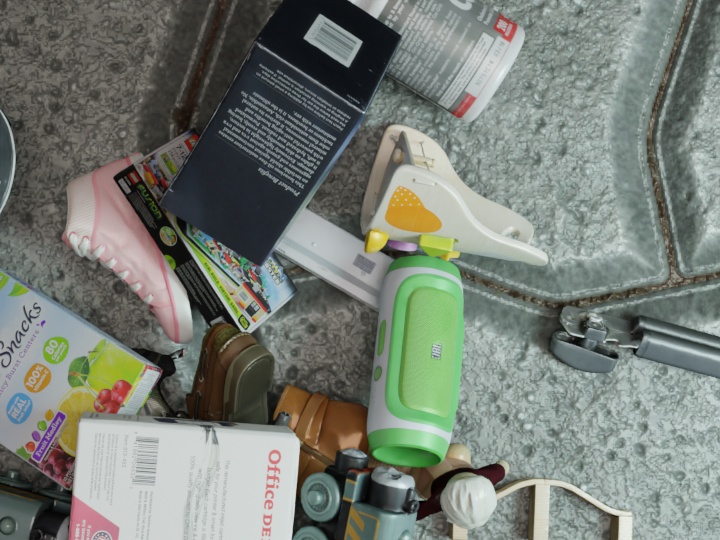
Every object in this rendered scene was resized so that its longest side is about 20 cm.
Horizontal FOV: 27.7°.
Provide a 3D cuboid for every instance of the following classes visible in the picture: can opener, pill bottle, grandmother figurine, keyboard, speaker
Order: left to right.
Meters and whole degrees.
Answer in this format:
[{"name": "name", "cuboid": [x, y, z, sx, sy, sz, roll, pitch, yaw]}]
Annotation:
[{"name": "keyboard", "cuboid": [0.000, 0.000, 1.528, 0.200, 0.011, 0.056, 31, 80, -6]}, {"name": "pill bottle", "cuboid": [0.055, -0.248, 1.485, 0.200, 0.114, 0.114, 31, 86, -6]}, {"name": "speaker", "cuboid": [0.056, 0.090, 1.459, 0.088, 0.088, 0.200, 9, 66, -7]}, {"name": "grandmother figurine", "cuboid": [0.090, 0.213, 1.439, 0.121, 0.200, 0.061, -34, 93, -7]}, {"name": "can opener", "cuboid": [0.300, 0.086, 1.551, 0.200, 0.053, 0.067, 15, 120, -7]}]

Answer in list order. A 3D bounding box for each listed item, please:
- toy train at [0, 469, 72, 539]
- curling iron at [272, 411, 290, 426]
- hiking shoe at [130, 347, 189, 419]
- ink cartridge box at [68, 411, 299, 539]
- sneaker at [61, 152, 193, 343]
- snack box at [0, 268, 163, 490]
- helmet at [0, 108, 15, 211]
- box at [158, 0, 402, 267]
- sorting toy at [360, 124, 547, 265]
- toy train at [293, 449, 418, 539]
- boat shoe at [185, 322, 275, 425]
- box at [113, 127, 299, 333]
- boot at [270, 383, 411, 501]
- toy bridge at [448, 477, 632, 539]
[{"name": "toy train", "cuboid": [-0.358, 0.235, 1.415, 0.200, 0.114, 0.085, 15, 88, 8]}, {"name": "curling iron", "cuboid": [-0.117, 0.230, 1.470, 0.026, 0.050, 0.200, 29, 100, -1]}, {"name": "hiking shoe", "cuboid": [-0.214, 0.175, 1.464, 0.101, 0.076, 0.200, 0, 88, -4]}, {"name": "ink cartridge box", "cuboid": [-0.164, 0.211, 1.347, 0.200, 0.084, 0.145, 5, 89, -8]}, {"name": "sneaker", "cuboid": [-0.237, -0.011, 1.464, 0.105, 0.075, 0.200, -17, 84, -11]}, {"name": "snack box", "cuboid": [-0.314, 0.105, 1.428, 0.200, 0.053, 0.142, 31, 87, 17]}, {"name": "helmet", "cuboid": [-0.423, -0.103, 1.384, 0.200, 0.191, 0.200, 0, 89, -6]}, {"name": "box", "cuboid": [-0.072, -0.145, 1.390, 0.123, 0.200, 0.198, 33, 121, -6]}, {"name": "sorting toy", "cuboid": [0.098, -0.054, 1.462, 0.180, 0.200, 0.107, 19, 106, -7]}, {"name": "toy train", "cuboid": [-0.004, 0.275, 1.391, 0.114, 0.085, 0.200, 14, 94, 35]}, {"name": "boat shoe", "cuboid": [-0.135, 0.135, 1.444, 0.068, 0.072, 0.200, 38, 129, 26]}, {"name": "box", "cuboid": [-0.152, -0.035, 1.456, 0.035, 0.110, 0.200, -27, 100, 37]}, {"name": "boot", "cuboid": [-0.045, 0.226, 1.488, 0.155, 0.077, 0.200, 24, 97, 1]}, {"name": "toy bridge", "cuboid": [0.187, 0.253, 1.537, 0.200, 0.027, 0.067, 4, 86, -7]}]
